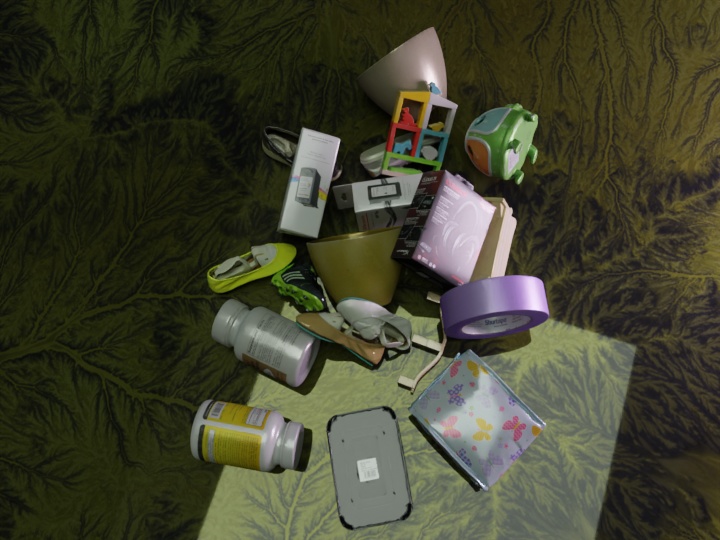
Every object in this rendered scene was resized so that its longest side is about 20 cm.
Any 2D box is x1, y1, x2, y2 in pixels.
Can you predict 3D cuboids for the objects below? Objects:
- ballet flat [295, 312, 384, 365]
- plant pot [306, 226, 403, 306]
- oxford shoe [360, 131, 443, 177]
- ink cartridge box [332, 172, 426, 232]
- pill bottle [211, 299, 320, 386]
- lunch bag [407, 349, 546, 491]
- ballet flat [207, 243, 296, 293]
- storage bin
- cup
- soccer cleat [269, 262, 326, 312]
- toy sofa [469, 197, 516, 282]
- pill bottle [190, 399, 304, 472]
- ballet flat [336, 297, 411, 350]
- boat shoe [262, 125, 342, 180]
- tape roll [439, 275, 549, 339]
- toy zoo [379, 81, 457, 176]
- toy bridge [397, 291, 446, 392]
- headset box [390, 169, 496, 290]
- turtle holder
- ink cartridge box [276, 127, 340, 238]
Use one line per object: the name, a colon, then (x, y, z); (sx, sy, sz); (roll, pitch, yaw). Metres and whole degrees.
ballet flat: (-0.034, 0.116, 1.313); (0.198, 0.069, 0.064); (31, 97, -26)
plant pot: (0.000, 0.000, 1.337); (0.195, 0.200, 0.145); (-9, 95, 2)
oxford shoe: (0.093, -0.256, 1.469); (0.197, 0.075, 0.059); (-23, 116, -11)
ink cartridge box: (0.046, -0.135, 1.399); (0.195, 0.116, 0.069); (-8, 70, 3)
pill bottle: (-0.188, 0.137, 1.334); (0.197, 0.115, 0.116); (24, 76, 12)
lunch bag: (0.210, 0.271, 1.253); (0.200, 0.127, 0.170); (44, 83, 6)
ballet flat: (-0.229, -0.014, 1.406); (0.197, 0.067, 0.067); (-24, 52, -2)
storage bin: (0.017, 0.366, 1.255); (0.132, 0.094, 0.204); (-10, 71, 1)
cup: (0.108, -0.403, 1.456); (0.198, 0.200, 0.145); (-34, 98, -6)
soccer cleat: (-0.113, 0.026, 1.341); (0.081, 0.068, 0.199); (-43, 30, -16)
toy sofa: (0.250, -0.042, 1.379); (0.081, 0.097, 0.204); (5, 71, 32)
pill bottle: (-0.211, 0.316, 1.280); (0.195, 0.113, 0.115); (9, 73, 8)
ballet flat: (0.035, 0.107, 1.290); (0.069, 0.198, 0.071); (-19, 60, 37)
boat shoe: (-0.133, -0.256, 1.480); (0.197, 0.065, 0.074); (22, 74, 10)
tape roll: (0.250, 0.073, 1.271); (0.195, 0.201, 0.067); (-7, 71, 3)
toy zoo: (0.124, -0.290, 1.409); (0.128, 0.021, 0.204); (7, 110, -17)
toy bridge: (0.134, 0.147, 1.348); (0.066, 0.027, 0.203); (18, 75, 9)
headset box: (0.163, -0.083, 1.291); (0.148, 0.077, 0.203); (30, 77, -30)
turtle holder: (0.300, -0.285, 1.415); (0.130, 0.141, 0.189); (20, 83, 29)
ink cartridge box: (-0.108, -0.171, 1.380); (0.084, 0.148, 0.204); (12, 90, -9)
